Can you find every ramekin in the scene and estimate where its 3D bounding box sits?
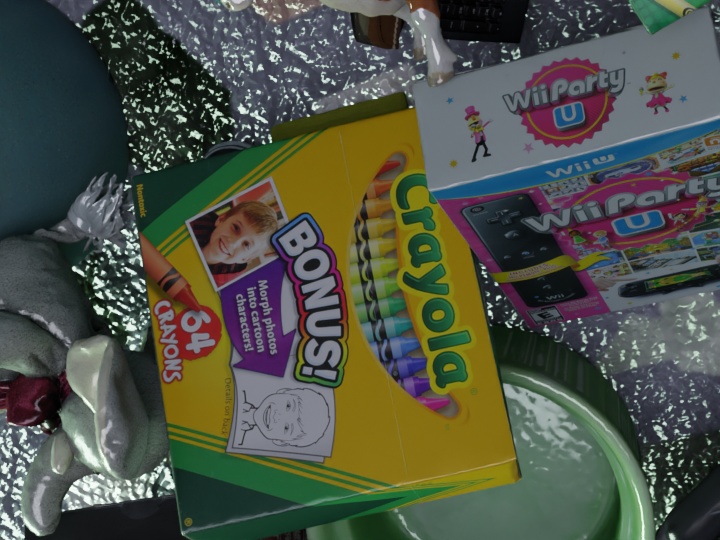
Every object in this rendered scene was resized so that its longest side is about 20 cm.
[{"bbox_3d":[0.074,0.130,0.947,0.199,0.098,0.201,4,109,10],"label":"ramekin"}]

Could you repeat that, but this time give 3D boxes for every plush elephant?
[{"bbox_3d":[-0.165,0.067,0.888,0.200,0.165,0.155,-39,73,12],"label":"plush elephant"}]

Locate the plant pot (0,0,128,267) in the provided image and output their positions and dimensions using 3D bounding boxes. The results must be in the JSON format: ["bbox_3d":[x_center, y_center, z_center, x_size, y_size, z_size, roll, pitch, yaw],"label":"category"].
[{"bbox_3d":[-0.251,-0.061,0.932,0.199,0.135,0.201,4,109,11],"label":"plant pot"}]

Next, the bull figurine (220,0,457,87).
[{"bbox_3d":[0.026,-0.166,0.764,0.200,0.065,0.122,-43,118,-17],"label":"bull figurine"}]

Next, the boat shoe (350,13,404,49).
[{"bbox_3d":[0.035,-0.215,0.852,0.074,0.076,0.201,7,113,-5],"label":"boat shoe"}]

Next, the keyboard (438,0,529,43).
[{"bbox_3d":[0.090,-0.213,0.828,0.104,0.040,0.201,-4,116,-34],"label":"keyboard"}]

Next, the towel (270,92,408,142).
[{"bbox_3d":[0.000,0.000,0.902,0.086,0.018,0.201,-13,68,12],"label":"towel"}]

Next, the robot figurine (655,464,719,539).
[{"bbox_3d":[0.253,0.147,0.903,0.150,0.125,0.200,45,111,0],"label":"robot figurine"}]

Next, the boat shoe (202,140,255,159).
[{"bbox_3d":[-0.068,0.024,0.963,0.068,0.057,0.201,-7,107,14],"label":"boat shoe"}]

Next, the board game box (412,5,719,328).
[{"bbox_3d":[0.127,-0.043,0.828,0.147,0.200,0.065,-13,63,16],"label":"board game box"}]

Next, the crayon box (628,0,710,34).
[{"bbox_3d":[0.177,-0.183,0.763,0.119,0.200,0.058,-31,100,19],"label":"crayon box"}]

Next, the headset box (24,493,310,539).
[{"bbox_3d":[-0.097,0.189,0.951,0.148,0.200,0.078,-10,66,14],"label":"headset box"}]

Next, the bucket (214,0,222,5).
[{"bbox_3d":[-0.089,-0.245,0.801,0.134,0.207,0.208,23,112,7],"label":"bucket"}]

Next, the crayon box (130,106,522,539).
[{"bbox_3d":[-0.020,0.028,0.848,0.172,0.058,0.201,-14,70,7],"label":"crayon box"}]
